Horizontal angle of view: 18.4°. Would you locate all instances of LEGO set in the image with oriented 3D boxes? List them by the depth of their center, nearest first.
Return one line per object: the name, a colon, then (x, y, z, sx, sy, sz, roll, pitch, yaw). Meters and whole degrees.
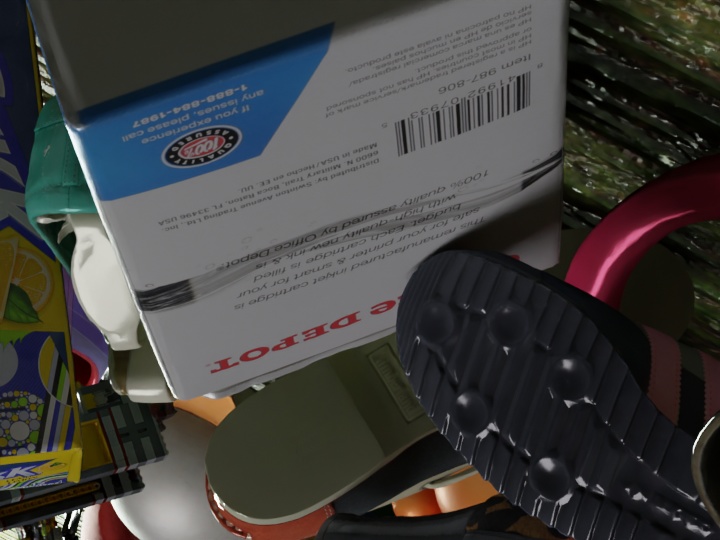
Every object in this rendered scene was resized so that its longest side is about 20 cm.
LEGO set: (-0.162, 0.066, 1.059, 0.154, 0.115, 0.200, 65, 154, 23)

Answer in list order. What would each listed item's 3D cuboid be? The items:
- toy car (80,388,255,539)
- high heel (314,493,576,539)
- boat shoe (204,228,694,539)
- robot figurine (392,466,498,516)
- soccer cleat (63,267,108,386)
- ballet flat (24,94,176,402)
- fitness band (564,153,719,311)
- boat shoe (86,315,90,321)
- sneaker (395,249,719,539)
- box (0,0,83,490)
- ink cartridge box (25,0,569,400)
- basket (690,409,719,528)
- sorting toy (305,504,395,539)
toy car: (-0.066, 0.121, 1.146, 0.176, 0.185, 0.200, 23, 147, 14)
high heel: (0.097, 0.129, 0.796, 0.199, 0.072, 0.142, 23, 163, -32)
boat shoe: (0.033, 0.046, 0.843, 0.071, 0.199, 0.063, 61, 172, 20)
robot figurine: (0.100, 0.100, 0.948, 0.144, 0.117, 0.200, 33, 166, 42)
soccer cleat: (-0.170, -0.005, 1.107, 0.066, 0.077, 0.200, 14, 155, 35)
ballet flat: (-0.087, 0.011, 0.878, 0.067, 0.071, 0.200, 1, 146, 17)
fitness band: (0.150, 0.055, 0.755, 0.143, 0.037, 0.201, -33, 88, 42)
boat shoe: (-0.088, 0.006, 1.022, 0.062, 0.075, 0.200, 48, 165, 1)
sneaker: (0.102, 0.058, 0.711, 0.200, 0.070, 0.082, 36, -158, 20)
box: (-0.157, -0.014, 0.900, 0.070, 0.201, 0.064, -5, 163, -12)
ink cartridge box: (-0.016, -0.051, 0.692, 0.200, 0.144, 0.085, 82, 168, -65)
basket: (0.178, -0.024, 0.442, 0.136, 0.201, 0.180, 39, 156, -23)
sorting toy: (0.055, 0.154, 1.040, 0.198, 0.200, 0.070, 36, 134, -8)
